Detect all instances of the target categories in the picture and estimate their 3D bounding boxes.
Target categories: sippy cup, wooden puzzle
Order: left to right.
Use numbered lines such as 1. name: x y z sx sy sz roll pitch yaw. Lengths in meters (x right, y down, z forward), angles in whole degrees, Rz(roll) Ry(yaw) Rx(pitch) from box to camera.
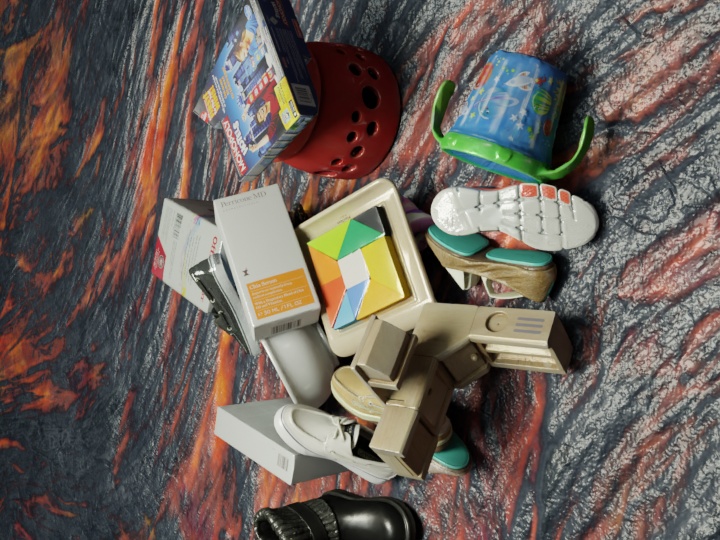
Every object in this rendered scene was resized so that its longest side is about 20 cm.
1. wooden puzzle: 0.000 0.000 1.032 0.185 0.037 0.201 -27 79 33
2. sippy cup: 0.180 -0.184 0.901 0.140 0.177 0.131 -112 43 -82

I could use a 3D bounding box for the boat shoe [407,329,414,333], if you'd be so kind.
1. boat shoe: 0.039 0.102 1.078 0.200 0.068 0.075 23 105 44

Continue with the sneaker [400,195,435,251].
1. sneaker: 0.026 -0.030 1.094 0.200 0.080 0.089 -50 50 28

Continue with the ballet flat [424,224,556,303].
1. ballet flat: 0.161 -0.003 0.968 0.199 0.068 0.073 19 122 40

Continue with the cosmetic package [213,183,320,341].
1. cosmetic package: -0.135 -0.013 1.084 0.071 0.101 0.201 107 144 -68

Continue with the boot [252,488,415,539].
1. boot: -0.040 0.378 1.094 0.211 0.157 0.080 -8 84 46

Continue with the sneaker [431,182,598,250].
1. sneaker: 0.191 -0.076 0.923 0.199 0.082 0.077 11 106 21

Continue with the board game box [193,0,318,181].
1. board game box: -0.143 -0.229 1.016 0.200 0.061 0.201 -37 65 42

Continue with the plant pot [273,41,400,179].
1. plant pot: -0.071 -0.239 1.117 0.200 0.182 0.202 3 94 47

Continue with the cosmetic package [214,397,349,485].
1. cosmetic package: -0.109 0.258 1.172 0.200 0.150 0.052 18 104 45

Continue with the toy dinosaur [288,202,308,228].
1. toy dinosaur: -0.066 -0.025 1.191 0.200 0.102 0.136 50 145 15

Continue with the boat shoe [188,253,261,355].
1. boat shoe: -0.213 0.061 1.208 0.069 0.056 0.201 -116 6 -57

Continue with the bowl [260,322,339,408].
1. bowl: -0.093 0.126 1.171 0.202 0.090 0.201 61 173 13

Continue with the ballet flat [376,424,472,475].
1. ballet flat: 0.081 0.233 1.049 0.200 0.068 0.068 40 136 45

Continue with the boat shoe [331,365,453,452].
1. boat shoe: 0.038 0.167 1.019 0.199 0.072 0.076 20 139 33

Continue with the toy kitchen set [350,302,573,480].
1. toy kitchen set: 0.111 0.121 0.857 0.180 0.163 0.201 2 55 35

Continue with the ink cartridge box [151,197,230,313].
1. ink cartridge box: -0.245 -0.027 1.318 0.200 0.144 0.146 29 109 43

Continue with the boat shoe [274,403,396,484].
1. boat shoe: -0.024 0.238 1.066 0.066 0.200 0.072 -47 15 43
